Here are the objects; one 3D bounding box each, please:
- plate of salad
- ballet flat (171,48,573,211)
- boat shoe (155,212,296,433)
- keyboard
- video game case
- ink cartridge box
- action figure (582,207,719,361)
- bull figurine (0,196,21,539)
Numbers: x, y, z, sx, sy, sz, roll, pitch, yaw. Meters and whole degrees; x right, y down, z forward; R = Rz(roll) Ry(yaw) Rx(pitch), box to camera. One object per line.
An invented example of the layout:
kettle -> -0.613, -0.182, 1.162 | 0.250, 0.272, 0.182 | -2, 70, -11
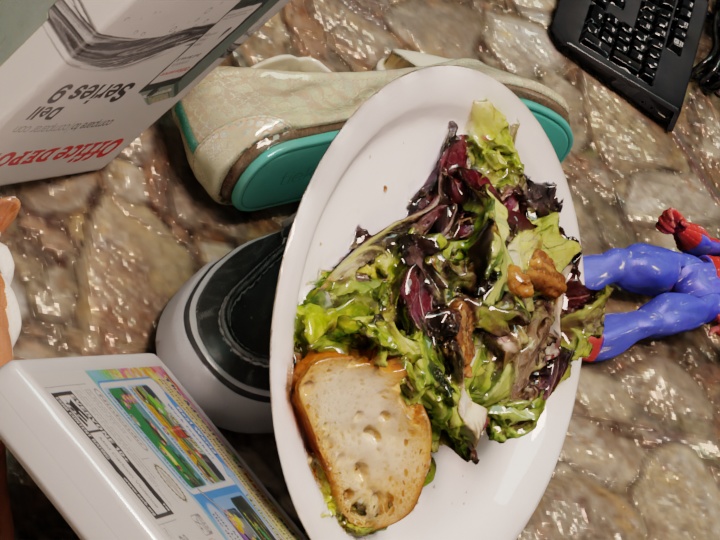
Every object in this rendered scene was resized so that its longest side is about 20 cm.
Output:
plate of salad -> 0.036, 0.025, 1.094 | 0.200, 0.048, 0.201 | -7, 99, -52
ballet flat -> 0.007, -0.066, 1.216 | 0.199, 0.068, 0.062 | -5, 49, -44
boat shoe -> 0.002, 0.002, 1.144 | 0.199, 0.068, 0.074 | -19, 69, -49
keyboard -> 0.157, -0.149, 1.442 | 0.104, 0.040, 0.200 | 34, 40, -12
video game case -> -0.036, 0.110, 0.980 | 0.200, 0.024, 0.182 | 50, 7, 7
ink cartridge box -> -0.079, -0.121, 1.055 | 0.084, 0.200, 0.146 | 53, 21, 9
action figure -> 0.140, 0.008, 1.282 | 0.199, 0.052, 0.066 | -1, 54, -45
bull figurine -> -0.159, 0.044, 0.967 | 0.121, 0.065, 0.201 | 13, 47, -30
